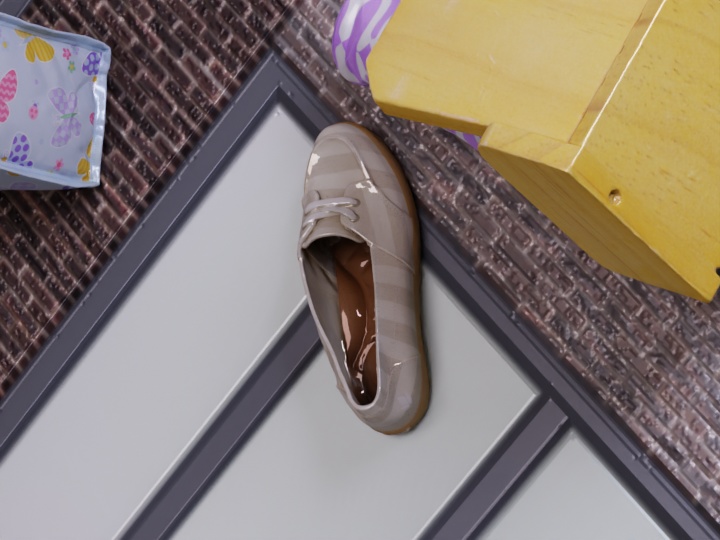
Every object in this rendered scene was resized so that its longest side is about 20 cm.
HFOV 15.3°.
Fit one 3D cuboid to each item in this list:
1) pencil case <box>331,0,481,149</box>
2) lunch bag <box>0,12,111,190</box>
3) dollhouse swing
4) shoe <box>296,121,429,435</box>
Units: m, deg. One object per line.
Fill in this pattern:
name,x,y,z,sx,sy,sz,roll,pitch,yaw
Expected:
pencil case,0.069,-0.108,1.599,0.200,0.084,0.086,35,136,35
lunch bag,-0.291,-0.112,1.763,0.169,0.200,0.128,2,82,33
dollhouse swing,0.139,-0.113,1.509,0.175,0.182,0.201,6,61,54
shoe,0.000,0.000,1.639,0.070,0.053,0.201,-21,71,29
